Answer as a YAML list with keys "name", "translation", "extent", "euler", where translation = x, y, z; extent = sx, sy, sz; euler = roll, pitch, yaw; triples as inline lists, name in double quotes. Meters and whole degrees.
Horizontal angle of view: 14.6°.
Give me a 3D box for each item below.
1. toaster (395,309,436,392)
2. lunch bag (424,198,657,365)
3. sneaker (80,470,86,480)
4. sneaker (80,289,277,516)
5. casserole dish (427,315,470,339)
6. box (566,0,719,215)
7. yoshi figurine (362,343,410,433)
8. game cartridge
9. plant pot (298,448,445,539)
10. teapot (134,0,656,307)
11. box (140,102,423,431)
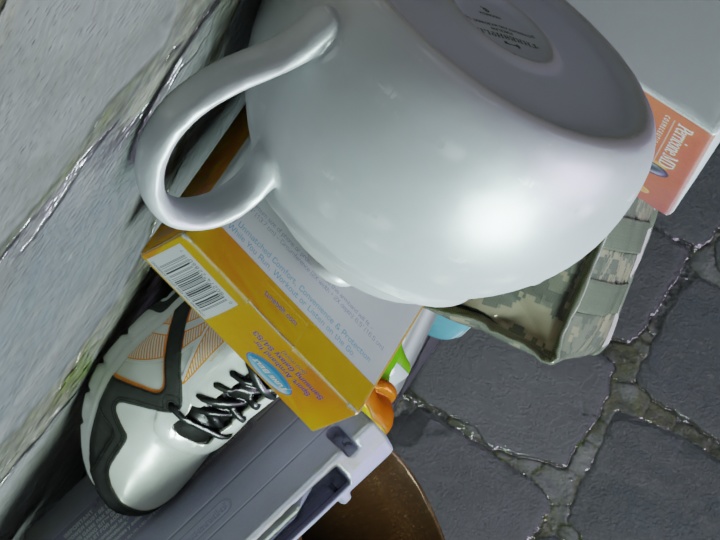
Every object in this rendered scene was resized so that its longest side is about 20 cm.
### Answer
- name: "toaster"
  translation: [-0.002, 0.007, 1.744]
  extent: [0.130, 0.113, 0.200]
  euler: [-60, 173, 11]
- name: "lunch bag"
  translation: [0.116, -0.058, 1.577]
  extent: [0.164, 0.117, 0.201]
  euler: [2, 109, -78]
- name: "sneaker"
  translation: [-0.109, 0.093, 1.583]
  extent: [0.083, 0.072, 0.200]
  euler: [-46, 175, 29]
- name: "sneaker"
  translation: [-0.068, 0.044, 1.376]
  extent: [0.073, 0.080, 0.201]
  euler: [19, 111, -40]
- name: "casserole dish"
  translation: [0.100, -0.026, 1.866]
  extent: [0.200, 0.039, 0.121]
  euler: [-47, -175, 22]
- name: "box"
  translation: [0.106, -0.139, 1.385]
  extent: [0.107, 0.199, 0.152]
  euler: [-56, 174, -13]
- name: "yoshi figurine"
  translation: [-0.012, -0.007, 1.581]
  extent: [0.112, 0.112, 0.201]
  euler: [105, 0, -61]
- name: "game cartridge"
  translation: [-0.090, 0.124, 1.431]
  extent: [0.200, 0.038, 0.130]
  euler: [-43, -145, -7]
- name: "plant pot"
  translation: [-0.070, 0.209, 1.699]
  extent: [0.199, 0.188, 0.187]
  euler: [-19, -167, 26]
- name: "teapot"
  translation: [0.019, -0.054, 1.229]
  extent: [0.146, 0.199, 0.198]
  euler: [-53, -174, 24]
- name: "box"
  translation: [-0.008, -0.038, 1.316]
  extent: [0.041, 0.119, 0.200]
  euler: [-25, -155, 46]
